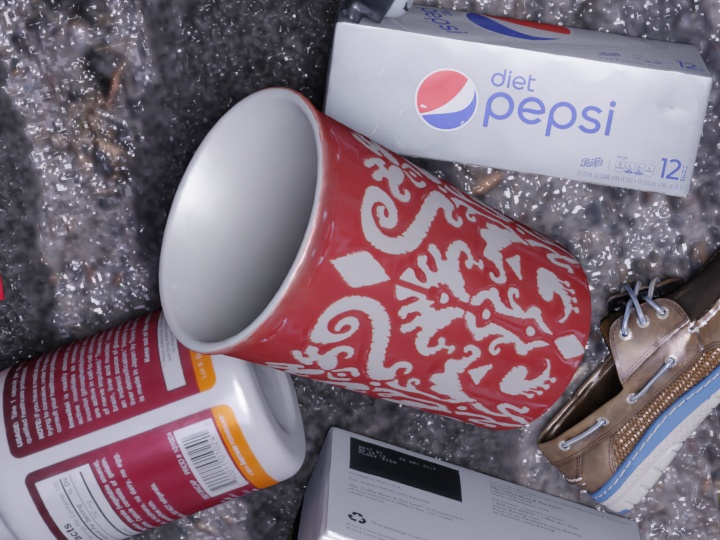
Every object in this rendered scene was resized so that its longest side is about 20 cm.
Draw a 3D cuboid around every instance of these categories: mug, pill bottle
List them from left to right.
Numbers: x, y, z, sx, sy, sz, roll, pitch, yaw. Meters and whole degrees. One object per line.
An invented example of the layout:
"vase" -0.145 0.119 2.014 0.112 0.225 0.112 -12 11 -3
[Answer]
"pill bottle" -0.140 0.092 1.003 0.198 0.113 0.114 -20 109 9
"mug" 0.007 -0.008 0.943 0.199 0.178 0.134 22 112 -35

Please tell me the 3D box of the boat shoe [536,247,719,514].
"boat shoe" 0.168 0.044 0.997 0.072 0.072 0.201 28 109 -7

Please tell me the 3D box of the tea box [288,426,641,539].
"tea box" 0.042 0.228 1.037 0.198 0.134 0.199 17 111 -5

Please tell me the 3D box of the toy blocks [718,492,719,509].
"toy blocks" 0.258 0.148 0.999 0.099 0.137 0.202 -9 110 5

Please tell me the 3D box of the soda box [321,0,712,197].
"soda box" 0.080 -0.094 0.952 0.198 0.064 0.069 8 112 -1

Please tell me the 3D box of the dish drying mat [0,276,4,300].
"dish drying mat" -0.251 -0.073 0.993 0.076 0.018 0.202 -5 110 3

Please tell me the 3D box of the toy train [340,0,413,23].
"toy train" -0.038 -0.207 0.894 0.199 0.085 0.115 29 98 -6
